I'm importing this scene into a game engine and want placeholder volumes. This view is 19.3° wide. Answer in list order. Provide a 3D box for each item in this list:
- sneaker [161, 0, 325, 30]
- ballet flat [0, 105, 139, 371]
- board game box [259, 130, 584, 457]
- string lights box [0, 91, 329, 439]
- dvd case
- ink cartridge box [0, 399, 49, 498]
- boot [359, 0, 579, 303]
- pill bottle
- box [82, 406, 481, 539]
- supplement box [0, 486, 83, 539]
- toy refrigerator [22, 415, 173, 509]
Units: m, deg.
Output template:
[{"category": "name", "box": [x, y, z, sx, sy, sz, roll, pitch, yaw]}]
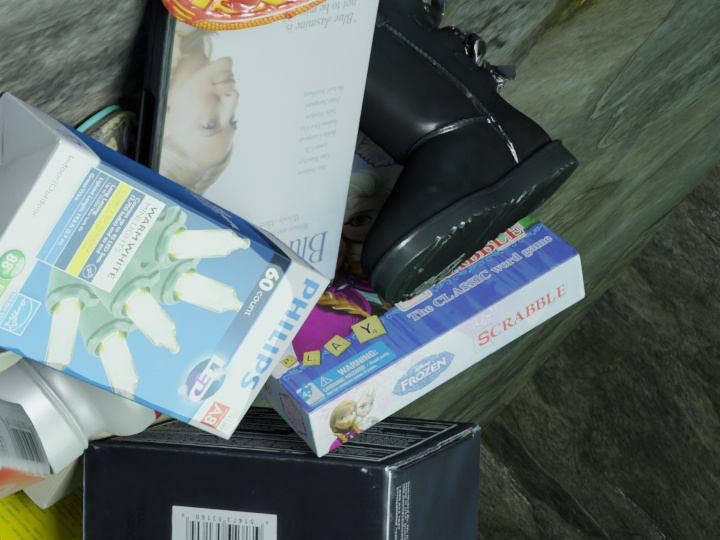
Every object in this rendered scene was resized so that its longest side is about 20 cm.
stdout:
[{"category": "sneaker", "box": [-0.020, -0.164, 1.040, 0.200, 0.073, 0.077, -34, 175, -33]}, {"category": "ballet flat", "box": [-0.174, 0.002, 1.088, 0.200, 0.072, 0.072, -43, 169, -13]}, {"category": "board game box", "box": [0.000, 0.000, 1.315, 0.200, 0.199, 0.041, -30, 135, -20]}, {"category": "string lights box", "box": [-0.117, 0.002, 1.042, 0.200, 0.059, 0.103, 28, 97, -47]}, {"category": "dvd case", "box": [-0.058, -0.064, 1.113, 0.142, 0.018, 0.201, -17, 129, -39]}, {"category": "ink cartridge box", "box": [-0.270, 0.121, 1.062, 0.199, 0.050, 0.162, -27, 170, 3]}, {"category": "boot", "box": [0.024, -0.081, 1.254, 0.198, 0.162, 0.073, -34, 165, -44]}, {"category": "pill bottle", "box": [-0.126, 0.020, 1.208, 0.200, 0.112, 0.112, -41, 169, -16]}, {"category": "box", "box": [-0.044, 0.160, 1.341, 0.198, 0.199, 0.124, -13, 105, -70]}, {"category": "supplement box", "box": [-0.216, 0.172, 1.447, 0.200, 0.109, 0.110, -34, 165, -43]}, {"category": "toy refrigerator", "box": [-0.153, 0.068, 1.387, 0.200, 0.076, 0.070, -32, 163, -48]}]
